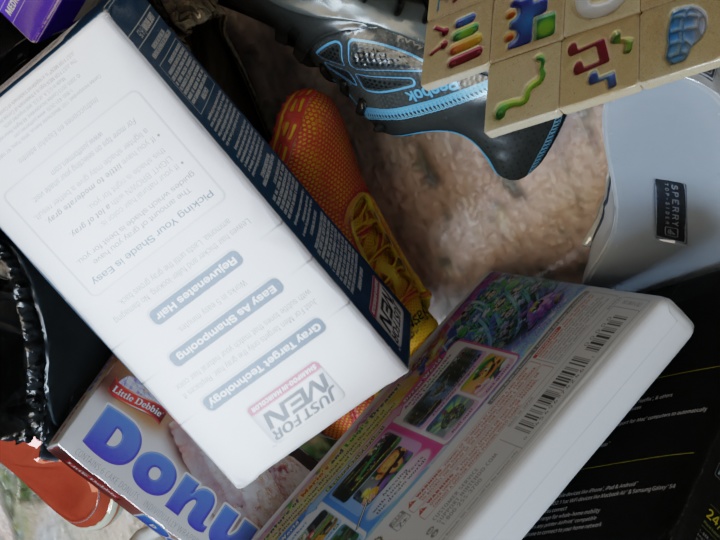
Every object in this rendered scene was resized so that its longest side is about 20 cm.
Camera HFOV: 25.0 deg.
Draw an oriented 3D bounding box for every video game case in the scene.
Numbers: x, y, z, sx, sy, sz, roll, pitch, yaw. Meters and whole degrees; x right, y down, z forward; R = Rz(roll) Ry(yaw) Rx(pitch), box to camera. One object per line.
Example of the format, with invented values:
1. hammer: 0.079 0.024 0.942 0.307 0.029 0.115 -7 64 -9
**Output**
1. video game case: 0.030 0.083 0.677 0.024 0.200 0.182 44 170 -15

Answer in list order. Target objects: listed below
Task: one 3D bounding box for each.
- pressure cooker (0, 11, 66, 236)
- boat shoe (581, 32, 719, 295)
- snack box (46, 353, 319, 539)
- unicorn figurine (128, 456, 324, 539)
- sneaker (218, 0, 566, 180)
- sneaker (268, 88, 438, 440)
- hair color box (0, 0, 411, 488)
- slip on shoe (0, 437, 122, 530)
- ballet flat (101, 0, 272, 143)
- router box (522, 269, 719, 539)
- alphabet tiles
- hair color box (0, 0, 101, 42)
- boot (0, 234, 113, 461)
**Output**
1. pressure cooker: -0.245 -0.072 0.826 0.199 0.176 0.179 22 153 20
2. boat shoe: 0.135 -0.043 0.692 0.074 0.086 0.203 11 145 19
3. snack box: -0.050 0.115 0.776 0.200 0.072 0.024 40 156 -14
4. unicorn figurine: -0.050 0.137 0.849 0.199 0.137 0.074 11 127 40
5. sneaker: 0.002 -0.102 0.738 0.199 0.073 0.082 23 125 21
6. sneaker: 0.000 0.000 0.782 0.077 0.073 0.201 5 129 24
7. hair color box: -0.076 -0.013 0.705 0.100 0.061 0.200 -35 106 16
8. slip on shoe: -0.215 0.076 0.939 0.200 0.061 0.074 49 123 1
9. ballet flat: -0.064 -0.062 0.762 0.046 0.067 0.201 14 138 35
10. router box: 0.094 0.080 0.671 0.051 0.150 0.200 45 146 -18
11. alphabet tiles: 0.111 -0.138 0.629 0.199 0.167 0.006 -15 143 33
12. hair color box: -0.179 -0.207 0.770 0.200 0.109 0.065 45 126 5
13. boot: -0.128 -0.022 0.787 0.073 0.162 0.200 15 116 29
